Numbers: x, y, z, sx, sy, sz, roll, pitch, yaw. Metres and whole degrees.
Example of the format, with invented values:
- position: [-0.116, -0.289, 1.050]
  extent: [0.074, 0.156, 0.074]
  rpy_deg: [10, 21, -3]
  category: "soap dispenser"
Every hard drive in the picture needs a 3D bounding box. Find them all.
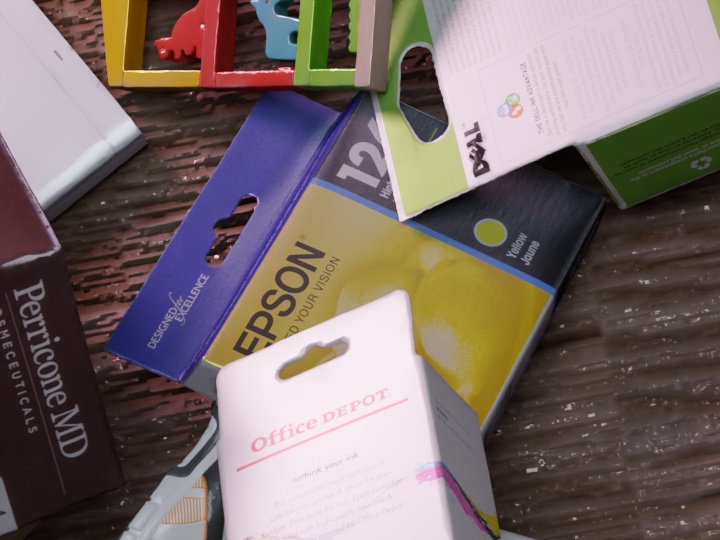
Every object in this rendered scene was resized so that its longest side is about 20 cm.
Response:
- position: [-0.235, -0.058, 1.476]
  extent: [0.200, 0.026, 0.132]
  rpy_deg: [-39, 71, -7]
  category: "hard drive"

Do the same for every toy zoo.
- position: [-0.072, -0.163, 1.452]
  extent: [0.199, 0.020, 0.132]
  rpy_deg: [2, 86, 30]
  category: "toy zoo"

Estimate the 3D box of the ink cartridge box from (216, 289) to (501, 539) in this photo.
- position: [0.001, 0.121, 1.242]
  extent: [0.116, 0.067, 0.201]
  rpy_deg: [-23, 52, 19]
  category: "ink cartridge box"

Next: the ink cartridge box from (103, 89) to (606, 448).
- position: [0.000, 0.000, 1.380]
  extent: [0.199, 0.047, 0.198]
  rpy_deg: [25, 59, 7]
  category: "ink cartridge box"

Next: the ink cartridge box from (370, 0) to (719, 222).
- position: [0.110, -0.106, 1.408]
  extent: [0.199, 0.076, 0.149]
  rpy_deg: [-23, 55, 16]
  category: "ink cartridge box"

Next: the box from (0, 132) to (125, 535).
- position: [-0.247, 0.039, 1.326]
  extent: [0.199, 0.167, 0.164]
  rpy_deg: [-21, 41, -12]
  category: "box"

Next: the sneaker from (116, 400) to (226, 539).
- position: [-0.065, 0.128, 1.369]
  extent: [0.080, 0.074, 0.201]
  rpy_deg: [31, 79, 14]
  category: "sneaker"

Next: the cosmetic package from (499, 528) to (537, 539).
- position: [0.090, 0.184, 1.312]
  extent: [0.199, 0.108, 0.085]
  rpy_deg: [14, 72, 13]
  category: "cosmetic package"

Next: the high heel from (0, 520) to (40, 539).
- position: [-0.256, 0.105, 1.401]
  extent: [0.199, 0.071, 0.143]
  rpy_deg: [-30, 72, 3]
  category: "high heel"
